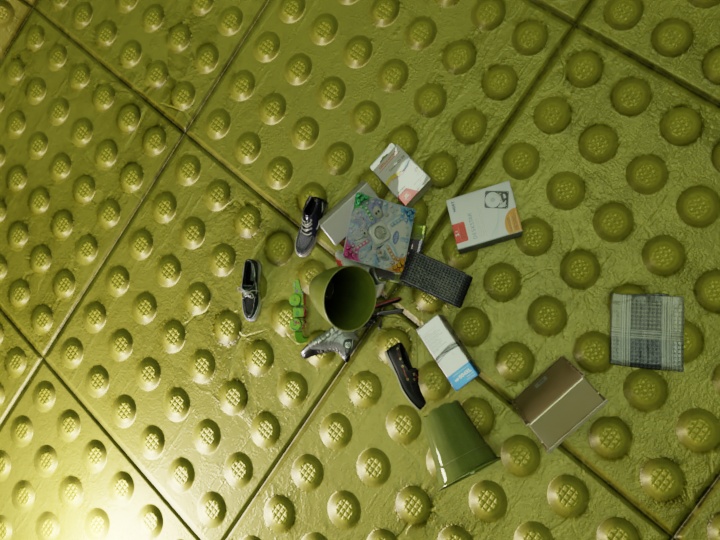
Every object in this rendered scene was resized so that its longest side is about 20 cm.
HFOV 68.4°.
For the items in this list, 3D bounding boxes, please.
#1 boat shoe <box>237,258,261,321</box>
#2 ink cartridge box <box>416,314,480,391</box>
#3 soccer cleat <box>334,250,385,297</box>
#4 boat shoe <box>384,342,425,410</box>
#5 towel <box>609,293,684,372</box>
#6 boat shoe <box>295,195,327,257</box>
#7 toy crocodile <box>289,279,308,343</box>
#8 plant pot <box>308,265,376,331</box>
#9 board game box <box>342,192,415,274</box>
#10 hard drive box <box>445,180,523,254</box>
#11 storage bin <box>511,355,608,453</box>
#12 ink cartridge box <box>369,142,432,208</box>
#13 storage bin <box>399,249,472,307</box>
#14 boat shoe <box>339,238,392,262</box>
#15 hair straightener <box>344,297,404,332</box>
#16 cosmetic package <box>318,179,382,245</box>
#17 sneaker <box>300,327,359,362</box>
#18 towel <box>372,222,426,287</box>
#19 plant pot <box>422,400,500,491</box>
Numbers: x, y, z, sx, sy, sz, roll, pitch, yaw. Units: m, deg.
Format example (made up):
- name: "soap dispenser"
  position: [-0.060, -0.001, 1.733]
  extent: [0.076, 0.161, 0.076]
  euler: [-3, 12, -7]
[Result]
- name: "boat shoe"
  position: [-0.370, 0.065, 1.769]
  extent: [0.071, 0.068, 0.207]
  euler: [5, 85, 16]
- name: "ink cartridge box"
  position: [0.256, 0.233, 1.529]
  extent: [0.083, 0.146, 0.203]
  euler: [-35, 76, 10]
- name: "soccer cleat"
  position: [0.000, 0.000, 1.659]
  extent: [0.200, 0.068, 0.086]
  euler: [47, 129, 12]
- name: "boat shoe"
  position: [0.143, 0.317, 1.589]
  extent: [0.062, 0.073, 0.206]
  euler: [-33, 72, 18]
- name: "towel"
  position: [0.783, 0.164, 1.450]
  extent: [0.186, 0.034, 0.208]
  euler: [3, 86, 19]
- name: "boat shoe"
  position: [-0.174, -0.148, 1.725]
  extent: [0.073, 0.093, 0.206]
  euler: [19, 89, 17]
- name: "toy crocodile"
  position: [-0.199, 0.131, 1.715]
  extent: [0.059, 0.068, 0.208]
  euler: [-1, 85, -4]
- name: "plant pot"
  position: [-0.077, 0.072, 1.616]
  extent: [0.198, 0.183, 0.194]
  euler: [10, 85, 58]
- name: "board game box"
  position: [0.059, -0.114, 1.589]
  extent: [0.193, 0.026, 0.207]
  euler: [15, 81, -11]
- name: "hard drive box"
  position: [0.368, -0.156, 1.578]
  extent: [0.194, 0.077, 0.161]
  euler: [-17, 79, 14]
- name: "storage bin"
  position: [0.521, 0.348, 1.417]
  extent: [0.200, 0.199, 0.094]
  euler: [-44, 92, 7]
- name: "ink cartridge box"
  position: [0.120, -0.308, 1.671]
  extent: [0.117, 0.067, 0.201]
  euler: [-44, 74, 7]
- name: "storage bin"
  position: [0.222, 0.026, 1.557]
  extent: [0.195, 0.135, 0.096]
  euler: [23, 88, 10]
- name: "boat shoe"
  position: [0.021, -0.080, 1.669]
  extent: [0.196, 0.071, 0.072]
  euler: [22, 71, 29]
- name: "hair straightener"
  position: [0.043, 0.144, 1.634]
  extent: [0.193, 0.041, 0.080]
  euler: [-14, 74, -2]
- name: "cosmetic package"
  position: [-0.035, -0.185, 1.665]
  extent: [0.199, 0.108, 0.085]
  euler: [-42, 106, 6]
- name: "sneaker"
  position: [-0.090, 0.250, 1.666]
  extent: [0.197, 0.075, 0.117]
  euler: [-35, 78, 8]
- name: "towel"
  position: [0.123, -0.059, 1.666]
  extent: [0.139, 0.023, 0.207]
  euler: [16, 88, 18]
- name: "plant pot"
  position: [0.264, 0.481, 1.491]
  extent: [0.196, 0.200, 0.194]
  euler: [-30, 65, 10]
